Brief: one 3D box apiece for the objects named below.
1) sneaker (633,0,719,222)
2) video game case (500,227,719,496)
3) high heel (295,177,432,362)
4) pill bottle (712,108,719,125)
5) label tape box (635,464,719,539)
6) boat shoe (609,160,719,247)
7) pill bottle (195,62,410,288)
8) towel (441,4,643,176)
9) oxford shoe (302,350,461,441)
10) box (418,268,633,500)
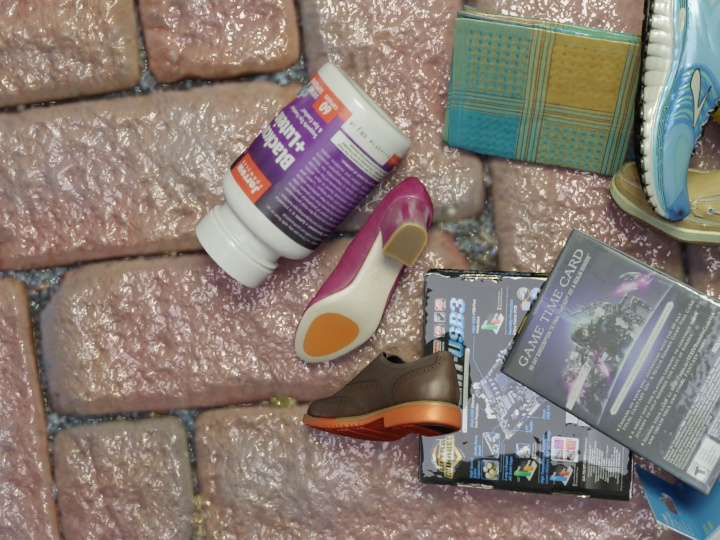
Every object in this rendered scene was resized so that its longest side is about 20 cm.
[{"bbox_3d":[0.264,-0.134,0.736,0.089,0.078,0.203,4,111,11],"label":"sneaker"},{"bbox_3d":[0.235,0.073,0.790,0.199,0.019,0.144,30,98,24],"label":"video game case"},{"bbox_3d":[0.000,0.000,0.903,0.067,0.096,0.201,26,121,-14],"label":"high heel"},{"bbox_3d":[0.357,-0.151,0.792,0.111,0.111,0.200,-44,86,11],"label":"pill bottle"},{"bbox_3d":[0.350,0.203,0.808,0.198,0.143,0.067,21,99,7],"label":"label tape box"},{"bbox_3d":[0.312,-0.062,0.793,0.198,0.072,0.077,21,140,20],"label":"boat shoe"},{"bbox_3d":[-0.058,-0.083,0.868,0.111,0.111,0.200,45,100,3],"label":"pill bottle"},{"bbox_3d":[0.175,-0.153,0.830,0.197,0.022,0.148,10,137,7],"label":"towel"},{"bbox_3d":[0.020,0.117,0.871,0.199,0.071,0.074,-14,64,46],"label":"oxford shoe"},{"bbox_3d":[0.155,0.103,0.873,0.196,0.050,0.203,2,94,12],"label":"box"}]
